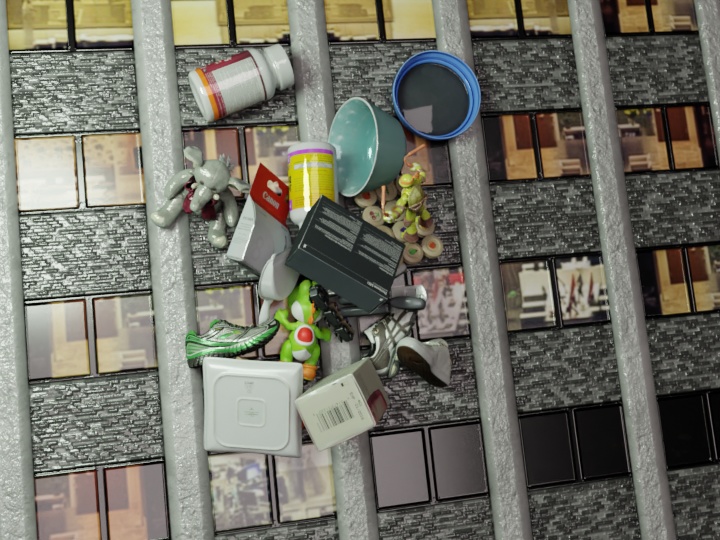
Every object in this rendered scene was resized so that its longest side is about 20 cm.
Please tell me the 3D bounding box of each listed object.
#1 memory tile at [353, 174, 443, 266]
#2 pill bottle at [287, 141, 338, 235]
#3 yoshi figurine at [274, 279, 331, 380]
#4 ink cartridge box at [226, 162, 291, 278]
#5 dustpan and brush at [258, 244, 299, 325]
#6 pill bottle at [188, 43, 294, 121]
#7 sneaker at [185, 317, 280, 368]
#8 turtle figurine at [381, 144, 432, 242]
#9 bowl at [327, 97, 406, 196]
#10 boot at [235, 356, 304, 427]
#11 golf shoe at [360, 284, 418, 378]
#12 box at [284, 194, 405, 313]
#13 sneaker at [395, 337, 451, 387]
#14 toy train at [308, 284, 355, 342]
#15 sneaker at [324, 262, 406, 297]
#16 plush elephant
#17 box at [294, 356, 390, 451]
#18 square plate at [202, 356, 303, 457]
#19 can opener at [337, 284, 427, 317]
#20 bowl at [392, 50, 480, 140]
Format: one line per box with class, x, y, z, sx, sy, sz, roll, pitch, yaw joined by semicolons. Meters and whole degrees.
memory tile;0.082;-0.104;1.765;0.152;0.017;0.201;-15;71;-23
pill bottle;-0.097;-0.158;1.726;0.103;0.104;0.202;-1;82;-11
yoshi figurine;-0.120;0.116;1.705;0.111;0.112;0.202;13;95;31
ink cartridge box;-0.182;-0.090;1.673;0.057;0.162;0.201;18;80;27
dustpan and brush;-0.171;0.034;1.668;0.057;0.139;0.201;17;115;20
pill bottle;-0.245;-0.392;1.726;0.199;0.110;0.110;-24;88;-13
sneaker;-0.257;0.129;1.661;0.199;0.078;0.086;-16;82;-2
turtle figurine;0.109;-0.147;1.692;0.064;0.162;0.201;10;52;25
bowl;0.023;-0.251;1.733;0.104;0.200;0.202;2;81;-33
boot;-0.189;0.258;1.663;0.200;0.075;0.107;42;84;-12
golf shoe;0.060;0.118;1.733;0.094;0.078;0.201;18;78;-8
box;-0.028;-0.031;1.621;0.199;0.079;0.142;31;51;-13
sneaker;0.132;0.165;1.705;0.072;0.200;0.085;4;65;30
toy train;-0.057;0.087;1.674;0.034;0.200;0.046;-16;52;13
sneaker;0.000;0.000;1.742;0.199;0.070;0.081;-12;82;-12
plush elephant;-0.306;-0.159;1.658;0.164;0.155;0.201;27;79;-6
box;-0.030;0.256;1.619;0.127;0.200;0.110;-27;88;11
square plate;-0.213;0.272;1.627;0.198;0.028;0.200;3;105;4
can opener;0.043;0.062;1.702;0.199;0.066;0.053;-7;79;26
bowl;0.165;-0.383;1.840;0.199;0.039;0.202;2;82;-11
